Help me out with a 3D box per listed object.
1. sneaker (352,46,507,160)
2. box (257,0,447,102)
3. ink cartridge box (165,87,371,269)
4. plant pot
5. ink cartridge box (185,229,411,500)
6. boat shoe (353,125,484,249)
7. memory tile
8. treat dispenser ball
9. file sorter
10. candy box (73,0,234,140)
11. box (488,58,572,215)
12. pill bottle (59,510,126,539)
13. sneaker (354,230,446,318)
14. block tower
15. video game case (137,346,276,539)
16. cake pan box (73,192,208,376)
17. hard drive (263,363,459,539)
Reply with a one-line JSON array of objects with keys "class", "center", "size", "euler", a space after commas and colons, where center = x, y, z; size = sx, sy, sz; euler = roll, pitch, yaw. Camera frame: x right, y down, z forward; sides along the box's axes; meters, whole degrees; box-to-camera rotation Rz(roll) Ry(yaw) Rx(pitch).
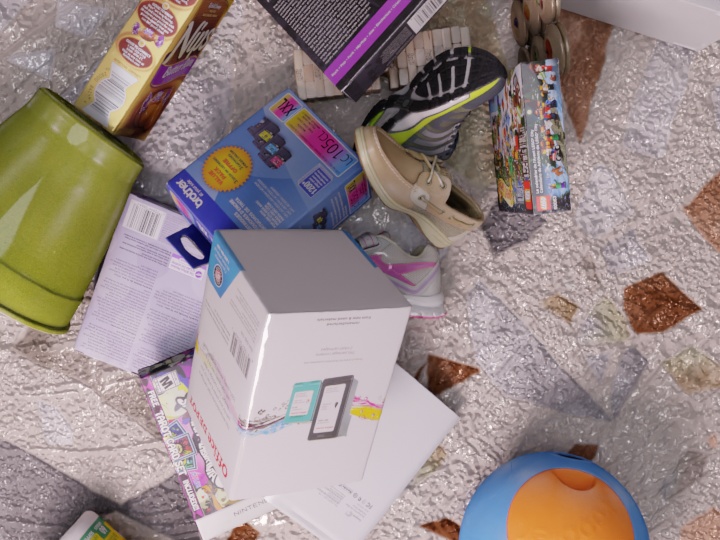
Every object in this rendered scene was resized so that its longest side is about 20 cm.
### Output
[{"class": "sneaker", "center": [0.081, -0.161, 0.989], "size": [0.080, 0.199, 0.075], "euler": [27, 58, -30]}, {"class": "box", "center": [-0.018, -0.287, 0.980], "size": [0.143, 0.036, 0.201], "euler": [-45, 60, 10]}, {"class": "ink cartridge box", "center": [-0.103, -0.071, 0.986], "size": [0.199, 0.077, 0.136], "euler": [-41, 66, -11]}, {"class": "plant pot", "center": [-0.329, -0.073, 0.985], "size": [0.199, 0.200, 0.194], "euler": [37, 91, -2]}, {"class": "ink cartridge box", "center": [-0.066, 0.084, 0.904], "size": [0.144, 0.147, 0.203], "euler": [-2, 121, -30]}, {"class": "boat shoe", "center": [0.062, -0.092, 0.981], "size": [0.064, 0.200, 0.073], "euler": [-24, 51, 23]}, {"class": "memory tile", "center": [0.170, -0.288, 0.972], "size": [0.016, 0.153, 0.204], "euler": [-12, 93, -3]}, {"class": "treat dispenser ball", "center": [0.200, 0.292, 0.997], "size": [0.197, 0.201, 0.205], "euler": [0, 95, 1]}, {"class": "file sorter", "center": [0.292, -0.324, 0.974], "size": [0.197, 0.139, 0.127], "euler": [18, 92, 0]}, {"class": "candy box", "center": [-0.209, -0.236, 1.003], "size": [0.056, 0.117, 0.202], "euler": [33, 96, 0]}, {"class": "box", "center": [0.165, -0.128, 0.961], "size": [0.037, 0.200, 0.139], "euler": [-6, 94, 0]}, {"class": "pill bottle", "center": [-0.265, 0.373, 1.060], "size": [0.200, 0.113, 0.113], "euler": [42, 95, -2]}, {"class": "sneaker", "center": [0.000, 0.000, 1.036], "size": [0.196, 0.081, 0.090], "euler": [6, 88, -16]}, {"class": "block tower", "center": [0.029, -0.221, 1.030], "size": [0.196, 0.054, 0.059], "euler": [-6, 96, 1]}, {"class": "video game case", "center": [-0.122, 0.167, 1.038], "size": [0.179, 0.036, 0.203], "euler": [-21, 106, -13]}, {"class": "cake pan box", "center": [-0.201, 0.032, 1.060], "size": [0.197, 0.052, 0.187], "euler": [20, 93, -1]}, {"class": "hard drive", "center": [0.001, 0.201, 1.051], "size": [0.131, 0.026, 0.201], "euler": [40, 87, -22]}]
